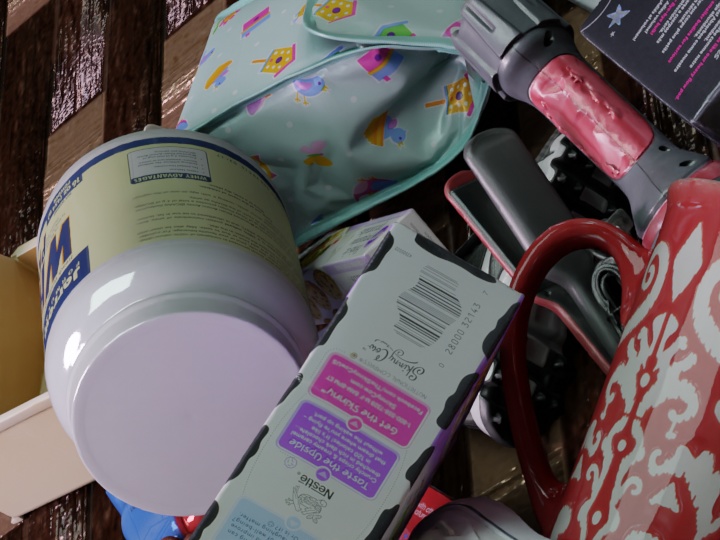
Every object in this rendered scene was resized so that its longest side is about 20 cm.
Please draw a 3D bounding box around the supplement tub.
[{"bbox_3d":[-0.099,0.026,1.476,0.145,0.145,0.200,-46,25,16],"label":"supplement tub"}]

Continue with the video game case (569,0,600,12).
[{"bbox_3d":[0.189,-0.215,1.534,0.182,0.024,0.200,-55,33,3],"label":"video game case"}]

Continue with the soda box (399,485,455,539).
[{"bbox_3d":[0.020,0.137,1.413,0.063,0.070,0.200,-58,33,-3],"label":"soda box"}]

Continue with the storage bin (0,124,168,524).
[{"bbox_3d":[-0.177,0.032,1.737,0.200,0.094,0.199,-27,43,38],"label":"storage bin"}]

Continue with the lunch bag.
[{"bbox_3d":[0.002,-0.123,1.598,0.200,0.122,0.170,-30,24,27],"label":"lunch bag"}]

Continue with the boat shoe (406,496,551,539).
[{"bbox_3d":[0.041,0.138,1.212,0.200,0.065,0.074,167,101,-74],"label":"boat shoe"}]

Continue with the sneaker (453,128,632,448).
[{"bbox_3d":[0.083,-0.005,1.454,0.090,0.066,0.200,4,68,51],"label":"sneaker"}]

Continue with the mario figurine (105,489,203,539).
[{"bbox_3d":[-0.090,0.158,1.535,0.124,0.106,0.200,98,159,-43],"label":"mario figurine"}]

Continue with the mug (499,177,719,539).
[{"bbox_3d":[0.149,0.073,1.250,0.177,0.133,0.200,14,79,49],"label":"mug"}]

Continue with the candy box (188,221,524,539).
[{"bbox_3d":[-0.016,0.105,1.240,0.200,0.071,0.168,-57,-6,-31],"label":"candy box"}]

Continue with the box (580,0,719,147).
[{"bbox_3d":[0.231,-0.140,1.318,0.200,0.132,0.115,-52,37,9],"label":"box"}]

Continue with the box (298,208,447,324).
[{"bbox_3d":[0.000,0.000,1.513,0.039,0.041,0.200,-43,9,-14],"label":"box"}]

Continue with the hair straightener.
[{"bbox_3d":[0.111,0.007,1.350,0.200,0.041,0.077,58,151,24],"label":"hair straightener"}]

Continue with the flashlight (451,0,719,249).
[{"bbox_3d":[0.124,-0.069,1.381,0.200,0.068,0.068,47,144,26],"label":"flashlight"}]

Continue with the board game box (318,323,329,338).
[{"bbox_3d":[-0.040,0.093,1.575,0.200,0.019,0.103,-36,37,29],"label":"board game box"}]
